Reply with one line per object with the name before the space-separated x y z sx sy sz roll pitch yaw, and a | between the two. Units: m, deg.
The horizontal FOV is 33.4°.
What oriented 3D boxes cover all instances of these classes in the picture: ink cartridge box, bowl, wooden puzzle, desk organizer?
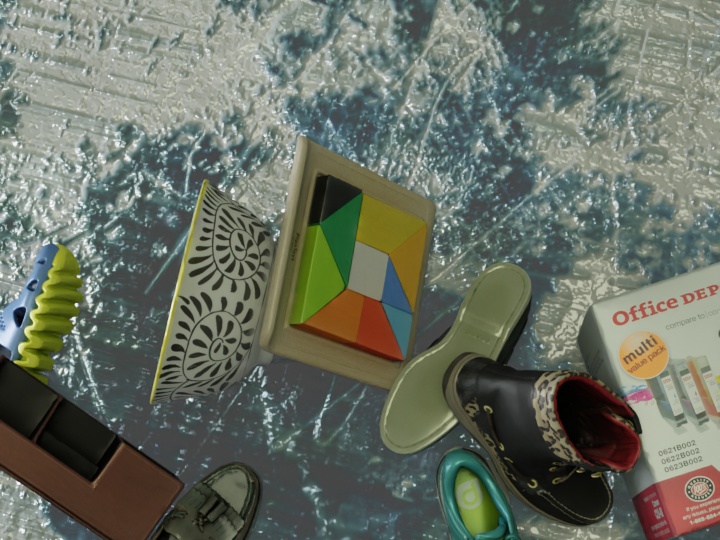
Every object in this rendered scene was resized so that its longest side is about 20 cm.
ink cartridge box | 0.285 0.111 1.013 0.145 0.145 0.201 -18 74 1
bowl | -0.115 0.029 1.052 0.094 0.201 0.201 14 77 -8
wooden puzzle | 0.000 0.000 1.049 0.037 0.200 0.186 -2 72 41
desk organizer | -0.258 0.162 1.052 0.200 0.072 0.077 37 79 -11

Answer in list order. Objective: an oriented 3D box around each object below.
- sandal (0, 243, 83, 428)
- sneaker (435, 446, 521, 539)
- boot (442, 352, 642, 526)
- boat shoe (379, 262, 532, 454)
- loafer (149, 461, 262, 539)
sandal | -0.325 0.065 1.120 0.087 0.080 0.201 16 76 13
sneaker | 0.112 0.247 1.027 0.077 0.080 0.200 -24 76 -1
boot | 0.170 0.145 0.980 0.073 0.150 0.200 -46 107 -21
boat shoe | 0.091 0.087 1.079 0.074 0.066 0.200 24 73 25
loafer | -0.160 0.255 1.060 0.072 0.063 0.200 37 82 13
